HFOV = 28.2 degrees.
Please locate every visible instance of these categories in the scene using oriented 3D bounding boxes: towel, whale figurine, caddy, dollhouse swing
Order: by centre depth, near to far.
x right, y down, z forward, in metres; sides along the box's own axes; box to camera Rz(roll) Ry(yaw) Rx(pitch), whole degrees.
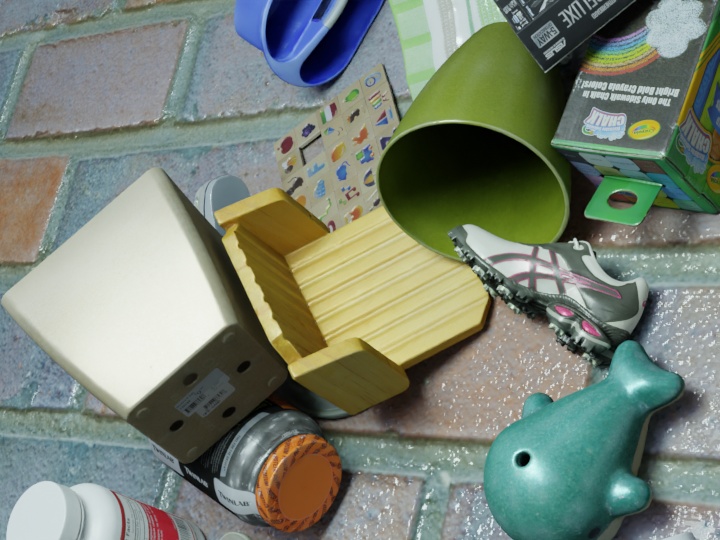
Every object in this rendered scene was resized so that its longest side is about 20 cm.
[{"bbox_3d":[0.186,0.148,1.228,0.201,0.103,0.159,-51,45,6],"label":"whale figurine"},{"bbox_3d":[0.000,0.000,1.379,0.175,0.182,0.201,-34,59,11],"label":"dollhouse swing"},{"bbox_3d":[0.119,-0.263,1.505,0.199,0.031,0.151,-14,88,37],"label":"towel"},{"bbox_3d":[-0.051,-0.310,1.643,0.105,0.141,0.201,28,88,48],"label":"caddy"}]

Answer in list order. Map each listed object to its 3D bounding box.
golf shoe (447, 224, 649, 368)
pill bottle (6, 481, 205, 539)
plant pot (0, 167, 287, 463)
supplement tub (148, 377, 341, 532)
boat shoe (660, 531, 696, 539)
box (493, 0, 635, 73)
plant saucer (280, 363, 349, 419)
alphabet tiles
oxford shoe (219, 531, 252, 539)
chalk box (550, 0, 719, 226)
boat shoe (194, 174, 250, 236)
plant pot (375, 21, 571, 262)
[{"bbox_3d":[0.172,0.005,1.327,0.199,0.077,0.088,35,84,24],"label":"golf shoe"},{"bbox_3d":[-0.257,0.283,1.462,0.111,0.199,0.113,-19,56,31],"label":"pill bottle"},{"bbox_3d":[-0.186,0.064,1.382,0.199,0.200,0.177,-40,57,-1],"label":"plant pot"},{"bbox_3d":[-0.117,0.180,1.453,0.199,0.122,0.123,25,85,45],"label":"supplement tub"},{"bbox_3d":[0.199,0.284,1.177,0.199,0.070,0.067,-34,67,18],"label":"boat shoe"},{"bbox_3d":[0.199,-0.282,1.335,0.157,0.050,0.200,-38,25,11],"label":"box"},{"bbox_3d":[-0.026,0.052,1.495,0.199,0.050,0.202,-19,57,32],"label":"plant saucer"},{"bbox_3d":[-0.020,-0.119,1.598,0.166,0.008,0.201,-34,45,21],"label":"alphabet tiles"},{"bbox_3d":[-0.141,0.357,1.427,0.075,0.058,0.202,-11,59,38],"label":"oxford shoe"},{"bbox_3d":[0.265,-0.130,1.296,0.124,0.124,0.202,13,78,42],"label":"chalk box"},{"bbox_3d":[-0.164,-0.001,1.608,0.086,0.074,0.205,-9,86,56],"label":"boat shoe"},{"bbox_3d":[0.129,-0.142,1.396,0.186,0.187,0.201,-14,40,34],"label":"plant pot"}]
